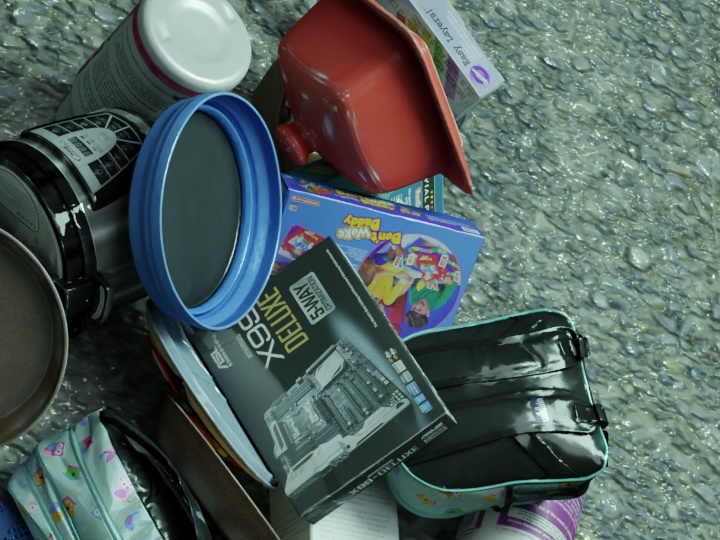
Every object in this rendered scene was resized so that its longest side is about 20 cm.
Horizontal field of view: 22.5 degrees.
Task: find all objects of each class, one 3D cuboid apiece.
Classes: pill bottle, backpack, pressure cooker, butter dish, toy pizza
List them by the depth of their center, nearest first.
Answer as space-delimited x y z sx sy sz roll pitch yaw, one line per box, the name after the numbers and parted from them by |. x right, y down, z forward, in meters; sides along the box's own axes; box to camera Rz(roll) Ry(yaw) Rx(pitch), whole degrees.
-0.193 0.213 1.472 0.126 0.167 0.201 -32 82 -8 | backpack
-0.257 -0.036 1.555 0.199 0.175 0.180 -24 100 -42 | pressure cooker
-0.137 0.113 1.591 0.201 0.032 0.200 56 2 -3 | toy pizza
0.107 0.138 1.656 0.198 0.153 0.177 -6 69 -17 | backpack
-0.196 -0.169 1.659 0.113 0.200 0.114 19 54 -29 | pill bottle
-0.012 -0.150 1.667 0.147 0.201 0.200 -33 43 -9 | butter dish
0.163 0.225 1.771 0.112 0.112 0.201 36 49 -16 | pill bottle

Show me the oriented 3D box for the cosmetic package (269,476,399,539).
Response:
-0.025 0.226 1.653 0.101 0.071 0.201 16 56 -32 | cosmetic package

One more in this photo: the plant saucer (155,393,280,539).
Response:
-0.119 0.196 1.543 0.037 0.200 0.201 -37 90 -9 | plant saucer

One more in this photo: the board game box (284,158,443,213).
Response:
0.004 -0.047 1.794 0.199 0.047 0.152 -26 123 -44 | board game box

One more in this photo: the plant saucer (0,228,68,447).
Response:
-0.330 0.050 1.462 0.200 0.200 0.034 48 11 -5 | plant saucer

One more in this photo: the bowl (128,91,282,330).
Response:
-0.131 -0.051 1.537 0.200 0.039 0.202 -15 107 -62 | bowl

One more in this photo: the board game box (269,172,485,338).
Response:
0.000 0.000 1.685 0.199 0.135 0.045 13 18 -21 | board game box

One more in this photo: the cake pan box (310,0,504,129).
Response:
0.034 -0.217 1.879 0.052 0.184 0.201 -36 90 -40 | cake pan box

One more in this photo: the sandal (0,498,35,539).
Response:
-0.335 0.179 1.431 0.200 0.087 0.080 38 46 -17 | sandal

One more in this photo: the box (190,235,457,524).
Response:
-0.034 0.096 1.590 0.201 0.157 0.050 57 3 22 | box

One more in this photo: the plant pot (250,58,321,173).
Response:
-0.047 -0.150 1.812 0.200 0.092 0.202 -17 112 -47 | plant pot

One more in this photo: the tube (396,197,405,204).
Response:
0.033 0.035 1.779 0.052 0.058 0.201 15 74 -8 | tube
